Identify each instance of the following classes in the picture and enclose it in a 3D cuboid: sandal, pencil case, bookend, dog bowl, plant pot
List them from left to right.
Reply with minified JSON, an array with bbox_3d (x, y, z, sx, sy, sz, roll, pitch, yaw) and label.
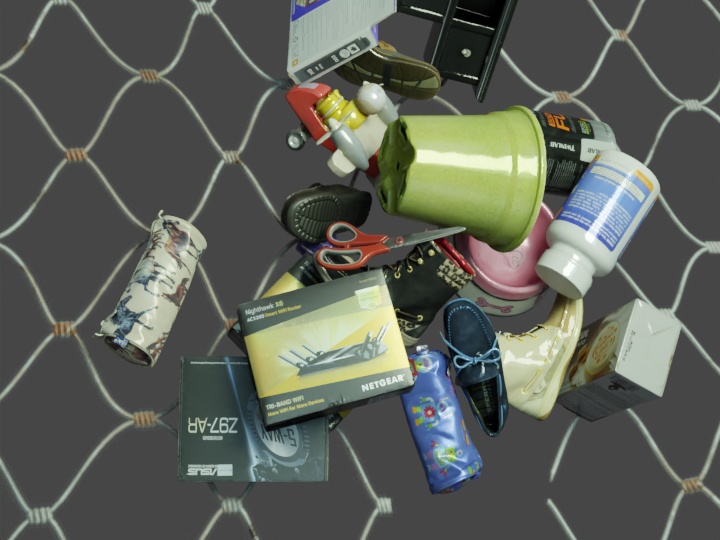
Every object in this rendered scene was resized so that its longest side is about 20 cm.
[{"bbox_3d":[-0.280,0.024,1.400,0.089,0.077,0.203,32,66,-25],"label":"pencil case"},{"bbox_3d":[0.033,-0.323,1.595,0.197,0.083,0.055,17,44,8],"label":"sandal"},{"bbox_3d":[0.109,0.207,1.450,0.086,0.078,0.203,-20,78,13],"label":"pencil case"},{"bbox_3d":[0.121,-0.386,1.577,0.196,0.201,0.093,12,32,-10],"label":"bookend"},{"bbox_3d":[0.125,-0.134,1.413,0.181,0.200,0.204,5,71,-20],"label":"plant pot"},{"bbox_3d":[0.217,-0.037,1.565,0.196,0.074,0.204,5,72,-14],"label":"dog bowl"}]

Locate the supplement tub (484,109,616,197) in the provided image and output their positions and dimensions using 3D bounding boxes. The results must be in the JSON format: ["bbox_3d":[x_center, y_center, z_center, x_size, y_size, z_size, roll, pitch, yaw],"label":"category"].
[{"bbox_3d":[0.283,-0.181,1.603,0.196,0.123,0.125,7,71,-14],"label":"supplement tub"}]

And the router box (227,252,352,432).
[{"bbox_3d":[-0.063,0.102,1.451,0.200,0.052,0.157,44,67,1],"label":"router box"}]

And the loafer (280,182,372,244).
[{"bbox_3d":[-0.059,-0.086,1.472,0.071,0.199,0.074,23,105,26],"label":"loafer"}]

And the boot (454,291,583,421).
[{"bbox_3d":[0.231,0.099,1.517,0.153,0.073,0.203,21,84,-7],"label":"boot"}]

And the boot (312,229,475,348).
[{"bbox_3d":[0.047,0.000,1.425,0.199,0.150,0.074,40,22,-16],"label":"boot"}]

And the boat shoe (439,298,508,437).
[{"bbox_3d":[0.170,0.135,1.432,0.083,0.069,0.202,-22,109,12],"label":"boat shoe"}]

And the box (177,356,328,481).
[{"bbox_3d":[-0.140,0.195,1.367,0.196,0.044,0.164,2,84,-4],"label":"box"}]

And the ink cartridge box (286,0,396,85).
[{"bbox_3d":[-0.019,-0.394,1.534,0.043,0.198,0.201,37,42,-41],"label":"ink cartridge box"}]

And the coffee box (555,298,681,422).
[{"bbox_3d":[0.361,0.132,1.481,0.079,0.200,0.116,27,68,-7],"label":"coffee box"}]

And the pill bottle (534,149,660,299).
[{"bbox_3d":[0.337,-0.064,1.500,0.111,0.112,0.201,36,79,-2],"label":"pill bottle"}]

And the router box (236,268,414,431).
[{"bbox_3d":[-0.046,0.101,1.328,0.196,0.052,0.160,-14,74,-9],"label":"router box"}]

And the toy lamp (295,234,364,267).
[{"bbox_3d":[0.000,0.000,1.500,0.198,0.058,0.059,27,67,-8],"label":"toy lamp"}]

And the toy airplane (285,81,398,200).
[{"bbox_3d":[0.004,-0.201,1.506,0.196,0.142,0.201,6,40,-35],"label":"toy airplane"}]

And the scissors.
[{"bbox_3d":[0.040,-0.030,1.379,0.196,0.014,0.074,3,59,11],"label":"scissors"}]
